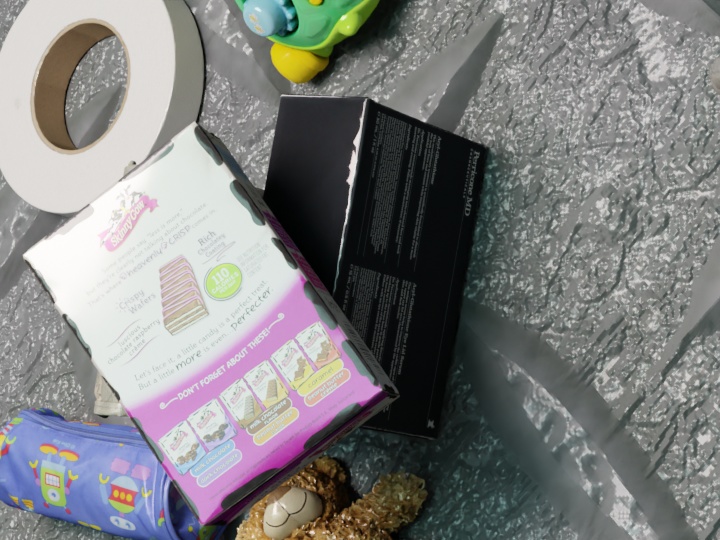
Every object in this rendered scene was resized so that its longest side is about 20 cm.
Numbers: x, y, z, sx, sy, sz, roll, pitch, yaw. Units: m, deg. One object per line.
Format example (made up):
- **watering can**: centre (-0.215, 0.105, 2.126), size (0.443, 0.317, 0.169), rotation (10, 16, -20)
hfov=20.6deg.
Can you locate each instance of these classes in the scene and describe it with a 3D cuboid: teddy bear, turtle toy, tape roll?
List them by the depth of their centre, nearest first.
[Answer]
- **teddy bear**: centre (-0.005, 0.201, 1.291), size (0.145, 0.067, 0.201), rotation (-40, 60, 21)
- **turtle toy**: centre (-0.052, -0.239, 1.397), size (0.146, 0.101, 0.200), rotation (-44, 58, 21)
- **tape roll**: centre (-0.207, -0.139, 1.535), size (0.202, 0.037, 0.204), rotation (-9, 75, 36)

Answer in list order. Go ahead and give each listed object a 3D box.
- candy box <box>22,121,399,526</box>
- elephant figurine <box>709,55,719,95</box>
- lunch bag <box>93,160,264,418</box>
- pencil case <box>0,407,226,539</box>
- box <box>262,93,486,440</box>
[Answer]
- **candy box**: centre (-0.089, 0.033, 1.186), size (0.136, 0.061, 0.200), rotation (-36, 79, 5)
- **elephant figurine**: centre (0.291, -0.170, 1.117), size (0.155, 0.142, 0.201), rotation (27, 81, 9)
- **lunch bag**: centre (-0.103, 0.024, 1.318), size (0.117, 0.200, 0.165), rotation (3, 83, 37)
- **pencil case**: centre (-0.179, 0.146, 1.425), size (0.199, 0.078, 0.087), rotation (7, 114, 37)
- **box**: centre (0.000, 0.000, 1.283), size (0.079, 0.141, 0.201), rotation (6, 84, 39)
